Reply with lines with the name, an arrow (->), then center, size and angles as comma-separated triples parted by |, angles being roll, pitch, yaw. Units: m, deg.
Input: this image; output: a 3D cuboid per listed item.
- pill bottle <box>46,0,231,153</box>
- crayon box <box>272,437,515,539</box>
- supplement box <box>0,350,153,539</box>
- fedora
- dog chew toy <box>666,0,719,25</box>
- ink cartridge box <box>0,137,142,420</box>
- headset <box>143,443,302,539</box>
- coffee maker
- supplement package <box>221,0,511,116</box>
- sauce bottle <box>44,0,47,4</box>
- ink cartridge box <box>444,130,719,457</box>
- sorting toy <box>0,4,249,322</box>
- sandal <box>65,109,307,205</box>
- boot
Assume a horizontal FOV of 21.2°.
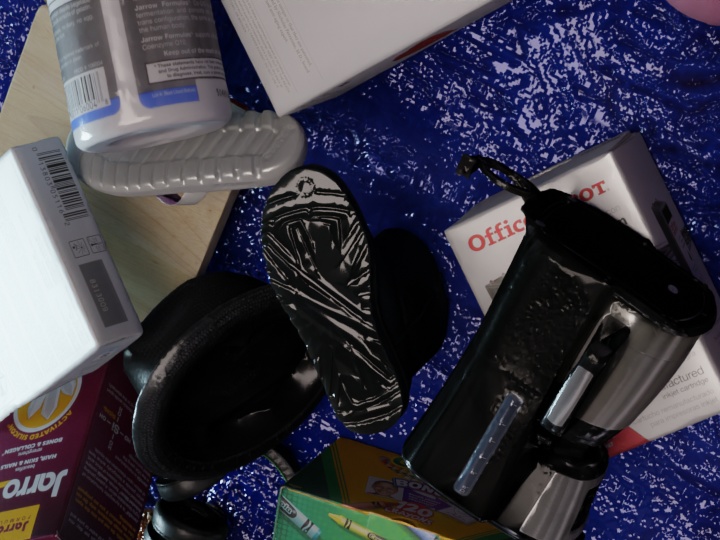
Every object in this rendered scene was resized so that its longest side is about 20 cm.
pill bottle -> -0.162, -0.191, 1.339 | 0.113, 0.114, 0.202 | -12, 88, 24
crayon box -> 0.047, 0.196, 1.446 | 0.199, 0.119, 0.059 | 15, 108, 17
supplement box -> -0.227, 0.150, 1.494 | 0.110, 0.201, 0.086 | -14, 136, 29
fedora -> -0.107, 0.064, 1.452 | 0.092, 0.200, 0.202 | 41, 116, 35
dog chew toy -> 0.290, -0.212, 1.252 | 0.198, 0.125, 0.125 | 13, 108, 10
ink cartridge box -> -0.258, 0.016, 1.450 | 0.200, 0.047, 0.161 | -34, 78, 47
headset -> -0.139, 0.179, 1.557 | 0.198, 0.094, 0.125 | 4, 106, 5
coffee maker -> 0.116, 0.057, 1.303 | 0.192, 0.134, 0.201 | 46, 118, 32
supplement package -> 0.017, -0.211, 1.356 | 0.199, 0.121, 0.120 | -26, 92, 26
sauce bottle -> -0.157, -0.266, 1.422 | 0.199, 0.066, 0.066 | -33, 90, 9
ink cartridge box -> 0.170, 0.023, 1.373 | 0.146, 0.083, 0.201 | -26, 93, 26
sorting toy -> -0.185, -0.078, 1.500 | 0.199, 0.070, 0.200 | 30, 112, 12
sandal -> -0.129, -0.078, 1.408 | 0.201, 0.083, 0.050 | 6, 148, 27
boot -> 0.000, 0.000, 1.384 | 0.076, 0.168, 0.201 | -15, 106, 18
